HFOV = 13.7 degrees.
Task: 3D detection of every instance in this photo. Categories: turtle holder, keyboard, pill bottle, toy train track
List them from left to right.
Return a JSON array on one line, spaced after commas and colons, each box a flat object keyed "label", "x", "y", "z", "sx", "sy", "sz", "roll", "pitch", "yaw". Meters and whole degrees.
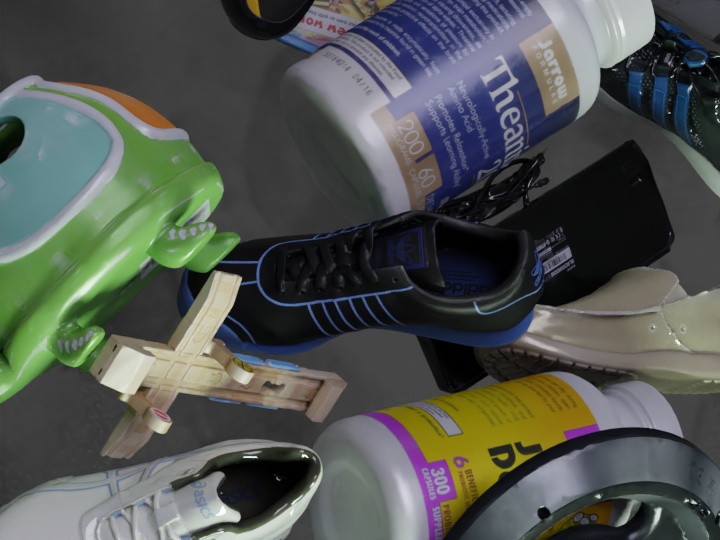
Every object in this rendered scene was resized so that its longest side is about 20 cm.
[{"label": "turtle holder", "x": -0.163, "y": -0.014, "z": 1.550, "sx": 0.132, "sy": 0.186, "sz": 0.141, "roll": 46, "pitch": 22, "yaw": 5}, {"label": "toy train track", "x": -0.065, "y": 0.062, "z": 1.561, "sx": 0.033, "sy": 0.115, "sz": 0.200, "roll": 40, "pitch": 15, "yaw": 31}, {"label": "pill bottle", "x": 0.063, "y": -0.113, "z": 1.679, "sx": 0.200, "sy": 0.111, "sz": 0.111, "roll": -33, "pitch": 88, "yaw": -17}, {"label": "pill bottle", "x": 0.077, "y": 0.114, "z": 1.630, "sx": 0.199, "sy": 0.104, "sz": 0.105, "roll": -12, "pitch": 76, "yaw": -31}, {"label": "keyboard", "x": 0.095, "y": -0.016, "z": 1.741, "sx": 0.200, "sy": 0.040, "sz": 0.105, "roll": -31, "pitch": 110, "yaw": -34}]

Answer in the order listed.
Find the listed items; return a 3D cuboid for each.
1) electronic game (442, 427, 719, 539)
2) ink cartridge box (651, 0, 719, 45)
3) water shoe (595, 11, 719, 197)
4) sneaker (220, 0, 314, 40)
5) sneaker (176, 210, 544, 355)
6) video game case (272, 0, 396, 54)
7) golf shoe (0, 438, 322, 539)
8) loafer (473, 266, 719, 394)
[{"label": "electronic game", "x": 0.114, "y": 0.169, "z": 1.594, "sx": 0.199, "sy": 0.201, "sz": 0.042, "roll": -5, "pitch": 33, "yaw": -29}, {"label": "ink cartridge box", "x": 0.260, "y": -0.198, "z": 1.823, "sx": 0.199, "sy": 0.146, "sz": 0.085, "roll": 32, "pitch": 58, "yaw": -14}, {"label": "water shoe", "x": 0.200, "y": -0.117, "z": 1.800, "sx": 0.200, "sy": 0.079, "sz": 0.072, "roll": 37, "pitch": 58, "yaw": -10}, {"label": "sneaker", "x": -0.026, "y": -0.217, "z": 1.642, "sx": 0.070, "sy": 0.090, "sz": 0.201, "roll": 18, "pitch": 103, "yaw": -18}, {"label": "sneaker", "x": 0.000, "y": 0.000, "z": 1.615, "sx": 0.199, "sy": 0.078, "sz": 0.070, "roll": -1, "pitch": 61, "yaw": -3}, {"label": "video game case", "x": 0.035, "y": -0.206, "z": 1.730, "sx": 0.143, "sy": 0.018, "sz": 0.201, "roll": 21, "pitch": 90, "yaw": -19}, {"label": "golf shoe", "x": -0.110, "y": 0.126, "z": 1.533, "sx": 0.199, "sy": 0.097, "sz": 0.079, "roll": -20, "pitch": 82, "yaw": -31}, {"label": "loafer", "x": 0.147, "y": 0.033, "z": 1.717, "sx": 0.199, "sy": 0.076, "sz": 0.069, "roll": 6, "pitch": 74, "yaw": -36}]
